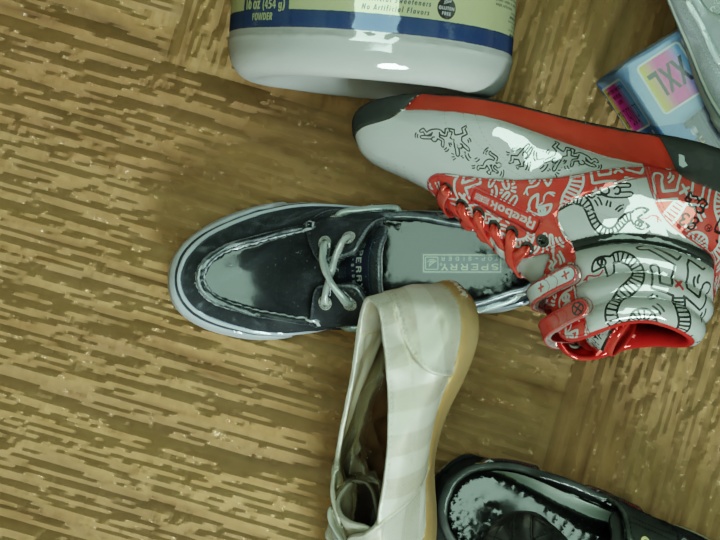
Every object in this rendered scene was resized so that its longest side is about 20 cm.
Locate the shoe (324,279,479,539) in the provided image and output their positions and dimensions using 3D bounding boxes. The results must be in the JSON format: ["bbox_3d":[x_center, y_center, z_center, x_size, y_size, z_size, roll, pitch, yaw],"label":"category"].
[{"bbox_3d":[0.007,0.097,1.432,0.053,0.070,0.201,-3,115,-38],"label":"shoe"}]

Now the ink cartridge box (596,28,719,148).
[{"bbox_3d":[0.235,-0.052,1.467,0.136,0.076,0.201,-33,92,-3],"label":"ink cartridge box"}]

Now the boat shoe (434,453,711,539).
[{"bbox_3d":[0.127,0.154,1.466,0.200,0.063,0.074,24,87,-3],"label":"boat shoe"}]

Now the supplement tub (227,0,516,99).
[{"bbox_3d":[0.011,-0.191,1.423,0.144,0.145,0.202,4,89,-3],"label":"supplement tub"}]

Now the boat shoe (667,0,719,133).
[{"bbox_3d":[0.189,-0.125,1.393,0.070,0.072,0.202,-29,88,-3],"label":"boat shoe"}]

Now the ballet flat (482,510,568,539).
[{"bbox_3d":[0.090,0.214,1.437,0.066,0.057,0.201,-8,117,10],"label":"ballet flat"}]

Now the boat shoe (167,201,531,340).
[{"bbox_3d":[0.000,0.000,1.457,0.198,0.068,0.072,0,89,-3],"label":"boat shoe"}]

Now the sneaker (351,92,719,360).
[{"bbox_3d":[0.083,-0.019,1.402,0.200,0.067,0.109,10,75,10],"label":"sneaker"}]
